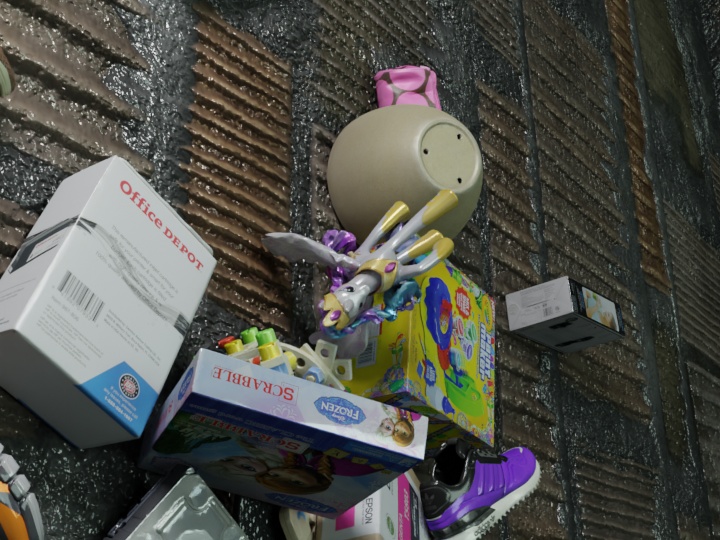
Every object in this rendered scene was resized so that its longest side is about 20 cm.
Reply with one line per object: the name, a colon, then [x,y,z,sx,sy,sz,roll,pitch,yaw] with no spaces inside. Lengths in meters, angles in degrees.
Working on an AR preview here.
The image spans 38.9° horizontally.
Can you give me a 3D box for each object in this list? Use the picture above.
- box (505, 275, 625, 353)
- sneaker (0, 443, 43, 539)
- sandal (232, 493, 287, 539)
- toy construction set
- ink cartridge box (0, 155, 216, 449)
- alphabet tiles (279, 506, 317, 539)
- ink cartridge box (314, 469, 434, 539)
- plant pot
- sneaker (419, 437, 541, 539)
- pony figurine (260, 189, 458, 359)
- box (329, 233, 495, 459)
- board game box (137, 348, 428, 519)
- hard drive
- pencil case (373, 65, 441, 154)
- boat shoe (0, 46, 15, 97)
box: [0.332,0.075,1.642,0.199,0.116,0.061,22,56,-48]
sneaker: [-0.315,0.146,0.711,0.201,0.077,0.112,55,40,-7]
sandal: [-0.100,0.285,0.985,0.075,0.047,0.203,-18,102,-58]
toy construction set: [-0.091,0.095,0.985,0.200,0.130,0.093,4,69,-68]
ink cartridge box: [-0.224,0.026,0.874,0.145,0.084,0.201,50,41,-32]
alphabet tiles: [-0.030,0.311,1.014,0.196,0.014,0.202,-47,117,-74]
ink cartridge box: [0.019,0.277,1.066,0.201,0.074,0.166,-87,155,-54]
plant pot: [0.075,-0.123,1.268,0.198,0.134,0.203,7,75,-26]
sneaker: [0.134,0.229,1.160,0.199,0.069,0.100,-27,92,-50]
pony figurine: [0.000,0.000,1.096,0.200,0.192,0.167,-39,104,-24]
box: [0.065,0.098,1.235,0.192,0.121,0.202,36,48,-44]
board game box: [-0.073,0.148,0.874,0.198,0.200,0.042,19,58,-15]
hard drive: [-0.143,0.288,0.883,0.140,0.038,0.201,-46,115,-32]
pencil case: [0.081,-0.185,1.407,0.091,0.093,0.203,-2,78,-70]
boat shoe: [-0.360,-0.215,0.813,0.075,0.074,0.203,-39,121,-18]
